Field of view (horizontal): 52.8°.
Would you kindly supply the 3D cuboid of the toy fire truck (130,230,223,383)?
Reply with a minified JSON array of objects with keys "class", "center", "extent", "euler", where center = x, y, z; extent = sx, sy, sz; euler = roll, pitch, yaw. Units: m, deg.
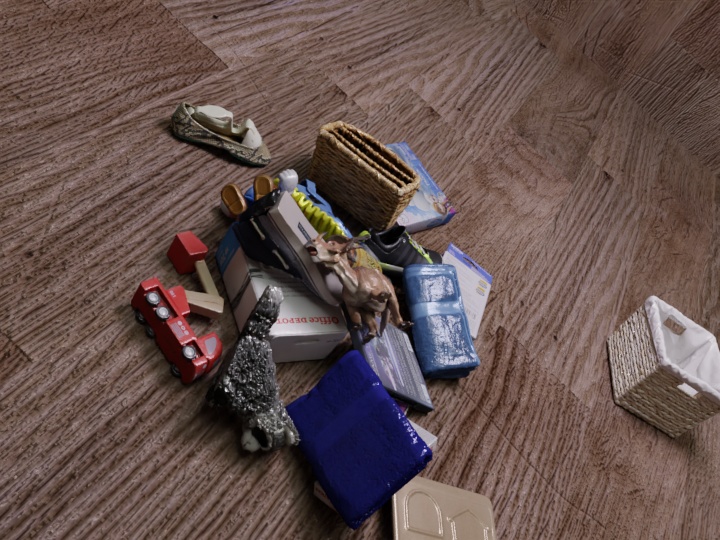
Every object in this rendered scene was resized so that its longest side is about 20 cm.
[{"class":"toy fire truck","center":[-0.243,0.048,1.027],"extent":[0.140,0.049,0.201],"euler":[-23,71,-49]}]

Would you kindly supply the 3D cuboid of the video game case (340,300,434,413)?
[{"class":"video game case","center":[0.045,0.138,1.146],"extent":[0.199,0.019,0.146],"euler":[33,32,-51]}]

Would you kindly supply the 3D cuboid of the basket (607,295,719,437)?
[{"class":"basket","center":[0.645,0.204,1.536],"extent":[0.195,0.161,0.203],"euler":[29,41,-14]}]

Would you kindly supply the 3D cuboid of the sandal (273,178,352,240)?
[{"class":"sandal","center":[-0.072,-0.095,1.283],"extent":[0.200,0.080,0.087],"euler":[48,36,5]}]

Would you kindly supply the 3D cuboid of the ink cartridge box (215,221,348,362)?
[{"class":"ink cartridge box","center":[-0.123,0.032,1.112],"extent":[0.144,0.086,0.204],"euler":[2,55,-39]}]

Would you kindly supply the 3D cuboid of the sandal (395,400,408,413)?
[{"class":"sandal","center":[0.018,0.207,1.097],"extent":[0.200,0.050,0.083],"euler":[-19,69,-49]}]

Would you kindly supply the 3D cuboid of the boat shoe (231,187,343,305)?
[{"class":"boat shoe","center":[-0.105,-0.022,1.064],"extent":[0.202,0.091,0.075],"euler":[59,26,-25]}]

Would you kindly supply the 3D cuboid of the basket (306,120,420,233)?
[{"class":"basket","center":[0.018,-0.196,1.351],"extent":[0.198,0.150,0.143],"euler":[37,58,8]}]

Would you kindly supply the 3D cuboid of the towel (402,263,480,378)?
[{"class":"towel","center":[0.138,0.085,1.272],"extent":[0.109,0.049,0.205],"euler":[1,66,-23]}]

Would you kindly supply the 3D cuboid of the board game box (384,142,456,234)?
[{"class":"board game box","center":[0.080,-0.171,1.504],"extent":[0.196,0.044,0.202],"euler":[-18,67,-46]}]

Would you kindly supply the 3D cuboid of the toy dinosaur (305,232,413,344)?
[{"class":"toy dinosaur","center":[0.009,0.021,1.066],"extent":[0.200,0.084,0.138],"euler":[46,20,-55]}]

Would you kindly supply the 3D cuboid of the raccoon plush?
[{"class":"raccoon plush","center":[-0.113,0.140,0.961],"extent":[0.132,0.203,0.097],"euler":[31,-2,-13]}]

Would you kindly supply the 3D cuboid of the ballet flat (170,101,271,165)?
[{"class":"ballet flat","center":[-0.235,-0.246,1.285],"extent":[0.196,0.076,0.069],"euler":[17,43,-28]}]

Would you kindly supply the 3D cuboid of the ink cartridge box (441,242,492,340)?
[{"class":"ink cartridge box","center":[0.186,0.043,1.397],"extent":[0.118,0.042,0.201],"euler":[36,42,-5]}]

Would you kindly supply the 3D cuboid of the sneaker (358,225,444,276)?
[{"class":"sneaker","center":[0.081,-0.038,1.329],"extent":[0.195,0.085,0.072],"euler":[3,30,-32]}]

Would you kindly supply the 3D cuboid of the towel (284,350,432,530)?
[{"class":"towel","center":[-0.007,0.223,0.975],"extent":[0.201,0.147,0.050],"euler":[49,-3,39]}]

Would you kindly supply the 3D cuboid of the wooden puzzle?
[{"class":"wooden puzzle","center":[0.116,0.391,1.016],"extent":[0.182,0.047,0.203],"euler":[22,38,-23]}]

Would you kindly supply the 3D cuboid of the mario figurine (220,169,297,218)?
[{"class":"mario figurine","center":[-0.166,-0.123,1.164],"extent":[0.121,0.109,0.200],"euler":[22,-1,4]}]

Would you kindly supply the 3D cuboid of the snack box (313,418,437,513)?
[{"class":"snack box","center":[0.025,0.274,1.026],"extent":[0.071,0.025,0.198],"euler":[27,35,32]}]

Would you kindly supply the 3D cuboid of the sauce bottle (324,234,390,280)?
[{"class":"sauce bottle","center":[0.000,0.000,1.205],"extent":[0.067,0.065,0.199],"euler":[62,14,25]}]
